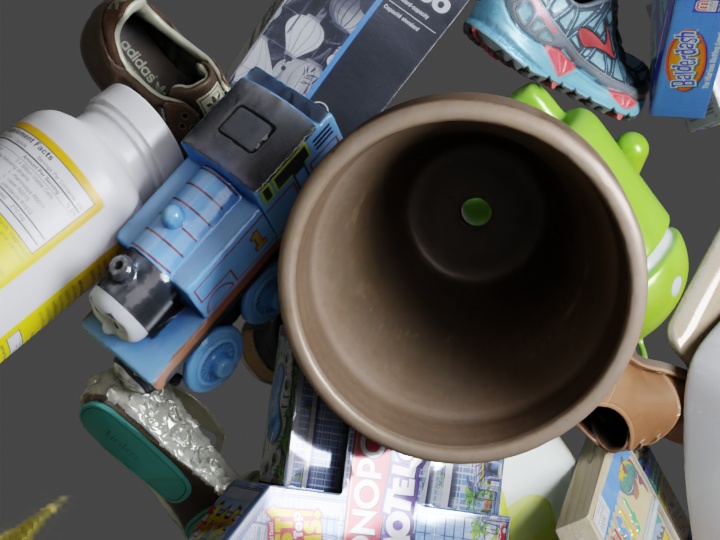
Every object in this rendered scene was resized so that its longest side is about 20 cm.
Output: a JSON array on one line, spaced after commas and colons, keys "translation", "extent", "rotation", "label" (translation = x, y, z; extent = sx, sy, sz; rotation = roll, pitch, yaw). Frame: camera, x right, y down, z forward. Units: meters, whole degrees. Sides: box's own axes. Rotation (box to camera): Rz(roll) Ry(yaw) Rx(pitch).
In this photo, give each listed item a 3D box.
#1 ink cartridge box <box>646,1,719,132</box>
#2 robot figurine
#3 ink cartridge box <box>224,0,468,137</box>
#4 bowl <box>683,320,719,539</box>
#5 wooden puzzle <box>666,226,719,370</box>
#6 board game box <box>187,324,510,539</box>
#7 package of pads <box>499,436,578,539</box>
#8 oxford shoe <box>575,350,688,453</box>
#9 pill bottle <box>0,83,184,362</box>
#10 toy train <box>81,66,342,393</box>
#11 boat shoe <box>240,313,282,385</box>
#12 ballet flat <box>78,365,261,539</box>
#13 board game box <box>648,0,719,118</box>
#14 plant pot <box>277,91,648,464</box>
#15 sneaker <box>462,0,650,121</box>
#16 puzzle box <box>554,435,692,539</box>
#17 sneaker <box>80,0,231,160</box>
[{"translation": [0.335, -0.193, 1.083], "extent": [0.198, 0.050, 0.110], "rotation": [-20, 90, -26], "label": "ink cartridge box"}, {"translation": [0.151, -0.031, 0.942], "extent": [0.201, 0.115, 0.176], "rotation": [51, 36, -9], "label": "robot figurine"}, {"translation": [0.002, -0.170, 0.866], "extent": [0.099, 0.201, 0.039], "rotation": [31, 28, -15], "label": "ink cartridge box"}, {"translation": [0.315, 0.108, 0.962], "extent": [0.199, 0.074, 0.203], "rotation": [-33, 123, -38], "label": "bowl"}, {"translation": [0.299, 0.027, 1.012], "extent": [0.187, 0.046, 0.200], "rotation": [-58, 135, -16], "label": "wooden puzzle"}, {"translation": [-0.007, 0.139, 0.802], "extent": [0.197, 0.061, 0.203], "rotation": [11, 81, -25], "label": "board game box"}, {"translation": [0.056, 0.127, 0.905], "extent": [0.154, 0.068, 0.201], "rotation": [-38, 101, -23], "label": "package of pads"}, {"translation": [0.184, 0.096, 0.914], "extent": [0.199, 0.071, 0.072], "rotation": [26, 59, -41], "label": "oxford shoe"}, {"translation": [-0.200, -0.024, 0.793], "extent": [0.200, 0.104, 0.105], "rotation": [-42, 100, -23], "label": "pill bottle"}, {"translation": [-0.083, -0.018, 0.795], "extent": [0.086, 0.115, 0.200], "rotation": [34, 75, 31], "label": "toy train"}, {"translation": [0.000, 0.000, 0.902], "extent": [0.200, 0.062, 0.075], "rotation": [-44, 99, -24], "label": "boat shoe"}, {"translation": [-0.093, 0.132, 0.842], "extent": [0.072, 0.072, 0.201], "rotation": [-43, 101, -22], "label": "ballet flat"}, {"translation": [0.235, -0.234, 0.948], "extent": [0.044, 0.153, 0.203], "rotation": [4, 66, 7], "label": "board game box"}, {"translation": [0.063, -0.016, 0.778], "extent": [0.197, 0.175, 0.203], "rotation": [3, 109, 8], "label": "plant pot"}, {"translation": [0.163, -0.171, 0.945], "extent": [0.199, 0.079, 0.096], "rotation": [11, 116, -51], "label": "sneaker"}, {"translation": [0.188, 0.185, 0.910], "extent": [0.134, 0.025, 0.200], "rotation": [62, 23, -7], "label": "puzzle box"}, {"translation": [-0.103, -0.091, 0.860], "extent": [0.200, 0.075, 0.071], "rotation": [46, 68, -11], "label": "sneaker"}]
